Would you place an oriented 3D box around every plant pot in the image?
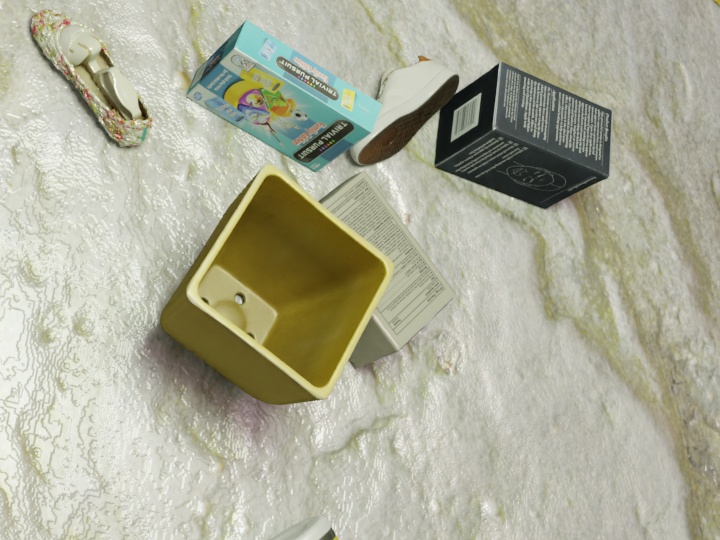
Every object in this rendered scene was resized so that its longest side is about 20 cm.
[{"bbox_3d":[-0.118,0.036,1.492,0.195,0.200,0.195,39,58,-16],"label":"plant pot"}]

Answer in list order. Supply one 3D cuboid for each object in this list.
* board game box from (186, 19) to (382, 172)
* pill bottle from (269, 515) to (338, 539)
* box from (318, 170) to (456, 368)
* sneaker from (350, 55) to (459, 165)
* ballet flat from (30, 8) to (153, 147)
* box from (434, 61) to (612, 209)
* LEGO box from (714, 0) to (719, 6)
[{"bbox_3d":[-0.096,-0.211,1.616,0.199,0.151,0.047,29,62,-20],"label":"board game box"},{"bbox_3d":[-0.040,0.392,1.475,0.114,0.114,0.201,-30,90,-34],"label":"pill bottle"},{"bbox_3d":[0.000,0.000,1.631,0.128,0.109,0.201,-40,97,-35],"label":"box"},{"bbox_3d":[0.042,-0.219,1.767,0.084,0.073,0.200,36,61,23],"label":"sneaker"},{"bbox_3d":[-0.311,-0.238,1.548,0.200,0.064,0.076,51,57,-7],"label":"ballet flat"},{"bbox_3d":[0.227,-0.183,1.804,0.199,0.148,0.108,19,66,-25],"label":"box"},{"bbox_3d":[0.662,-0.540,2.228,0.149,0.077,0.201,41,58,-14],"label":"LEGO box"}]
